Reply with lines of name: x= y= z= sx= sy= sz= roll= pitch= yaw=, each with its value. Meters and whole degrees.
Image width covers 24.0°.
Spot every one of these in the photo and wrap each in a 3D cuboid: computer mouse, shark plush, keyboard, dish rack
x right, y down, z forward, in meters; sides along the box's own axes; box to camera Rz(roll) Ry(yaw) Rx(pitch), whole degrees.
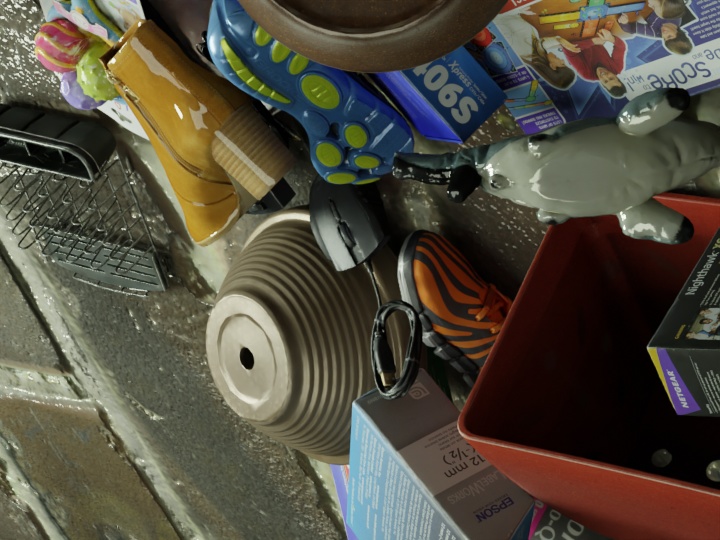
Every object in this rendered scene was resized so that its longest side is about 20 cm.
computer mouse: x=0.000 y=0.000 z=1.182 sx=0.059 sy=0.201 sz=0.034 roll=-34 pitch=143 yaw=22
shark plush: x=0.123 y=-0.056 z=1.017 sx=0.199 sy=0.083 sz=0.091 roll=-14 pitch=107 yaw=13
keyboard: x=-0.115 y=-0.121 z=1.211 sx=0.127 sy=0.021 sz=0.200 roll=-12 pitch=123 yaw=51
dish rack: x=-0.246 y=-0.050 z=1.430 sx=0.153 sy=0.055 sz=0.201 roll=14 pitch=139 yaw=30

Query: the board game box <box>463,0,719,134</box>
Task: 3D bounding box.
board game box: x=0.142 y=-0.154 z=0.991 sx=0.200 sy=0.035 sz=0.136 roll=-14 pitch=121 yaw=48

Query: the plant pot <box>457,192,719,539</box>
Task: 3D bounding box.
plant pot: x=0.211 y=0.084 z=1.085 sx=0.199 sy=0.201 sz=0.176 roll=10 pitch=150 yaw=33

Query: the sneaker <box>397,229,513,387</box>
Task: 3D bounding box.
sneaker: x=0.116 y=0.041 z=1.217 sx=0.112 sy=0.078 sz=0.200 roll=-14 pitch=126 yaw=39

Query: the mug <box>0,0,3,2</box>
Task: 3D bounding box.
mug: x=-0.345 y=-0.251 z=1.232 sx=0.175 sy=0.147 sz=0.201 roll=-16 pitch=90 yaw=60

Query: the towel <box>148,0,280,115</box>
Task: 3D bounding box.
towel: x=-0.109 y=-0.188 z=1.176 sx=0.191 sy=0.032 sz=0.200 roll=46 pitch=143 yaw=-11

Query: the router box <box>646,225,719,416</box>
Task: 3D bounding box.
router box: x=0.267 y=-0.004 z=0.911 sx=0.157 sy=0.200 sz=0.052 roll=0 pitch=130 yaw=42

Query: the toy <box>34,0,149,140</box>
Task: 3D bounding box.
toy: x=-0.195 y=-0.156 z=1.193 sx=0.115 sy=0.047 sz=0.200 roll=32 pitch=151 yaw=23

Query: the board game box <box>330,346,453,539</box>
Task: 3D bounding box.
board game box: x=0.017 y=0.103 z=1.307 sx=0.134 sy=0.029 sz=0.201 roll=-20 pitch=83 yaw=49

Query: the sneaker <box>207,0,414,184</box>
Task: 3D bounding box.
sneaker: x=-0.028 y=-0.125 z=1.102 sx=0.071 sy=0.083 sz=0.200 roll=-28 pitch=137 yaw=20

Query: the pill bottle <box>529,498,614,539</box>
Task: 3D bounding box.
pill bottle: x=0.173 y=0.210 z=1.309 sx=0.199 sy=0.117 sz=0.117 roll=27 pitch=144 yaw=13

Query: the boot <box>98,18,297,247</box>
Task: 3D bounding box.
boot: x=-0.121 y=-0.097 z=1.155 sx=0.144 sy=0.071 sz=0.201 roll=45 pitch=160 yaw=-4

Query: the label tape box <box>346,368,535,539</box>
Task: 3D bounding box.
label tape box: x=0.069 y=0.187 z=1.155 sx=0.200 sy=0.066 sz=0.144 roll=47 pitch=150 yaw=33

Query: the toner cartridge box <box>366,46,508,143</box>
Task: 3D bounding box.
toner cartridge box: x=0.001 y=-0.167 z=1.058 sx=0.200 sy=0.043 sz=0.095 roll=47 pitch=174 yaw=-14

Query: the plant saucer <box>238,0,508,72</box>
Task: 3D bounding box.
plant saucer: x=0.002 y=-0.210 z=0.957 sx=0.199 sy=0.034 sz=0.201 roll=3 pitch=105 yaw=12

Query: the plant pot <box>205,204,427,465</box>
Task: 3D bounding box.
plant pot: x=-0.050 y=0.056 z=1.274 sx=0.200 sy=0.092 sz=0.202 roll=16 pitch=113 yaw=43
